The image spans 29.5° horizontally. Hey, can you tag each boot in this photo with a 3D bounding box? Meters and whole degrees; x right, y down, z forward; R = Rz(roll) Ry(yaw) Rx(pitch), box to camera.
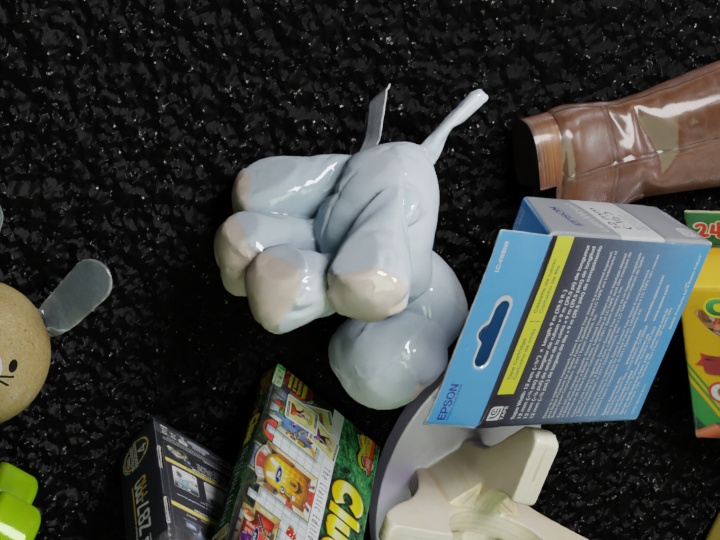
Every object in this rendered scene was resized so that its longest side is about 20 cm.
[{"bbox_3d":[0.216,-0.050,1.012,0.197,0.064,0.189,-16,116,-17],"label":"boot"}]

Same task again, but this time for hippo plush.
[{"bbox_3d":[0.000,0.000,0.934,0.201,0.157,0.162,-63,146,-34],"label":"hippo plush"}]

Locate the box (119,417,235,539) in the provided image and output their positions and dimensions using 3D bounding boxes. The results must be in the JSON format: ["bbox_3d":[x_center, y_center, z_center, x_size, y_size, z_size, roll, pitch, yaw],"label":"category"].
[{"bbox_3d":[-0.072,0.205,0.952,0.199,0.162,0.049,35,103,-27],"label":"box"}]

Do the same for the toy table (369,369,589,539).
[{"bbox_3d":[0.085,0.177,1.020,0.181,0.117,0.203,2,110,-18],"label":"toy table"}]

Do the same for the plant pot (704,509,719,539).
[{"bbox_3d":[0.423,0.206,1.106,0.192,0.195,0.203,14,99,-22],"label":"plant pot"}]

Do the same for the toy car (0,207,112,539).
[{"bbox_3d":[-0.246,0.062,0.860,0.163,0.158,0.202,32,87,-15],"label":"toy car"}]

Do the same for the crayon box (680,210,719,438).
[{"bbox_3d":[0.305,0.046,1.018,0.125,0.051,0.202,1,133,23],"label":"crayon box"}]

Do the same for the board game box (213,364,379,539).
[{"bbox_3d":[-0.042,0.159,0.921,0.023,0.201,0.105,-36,112,28],"label":"board game box"}]

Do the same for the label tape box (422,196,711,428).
[{"bbox_3d":[0.127,0.028,0.918,0.198,0.066,0.145,3,116,-36],"label":"label tape box"}]
